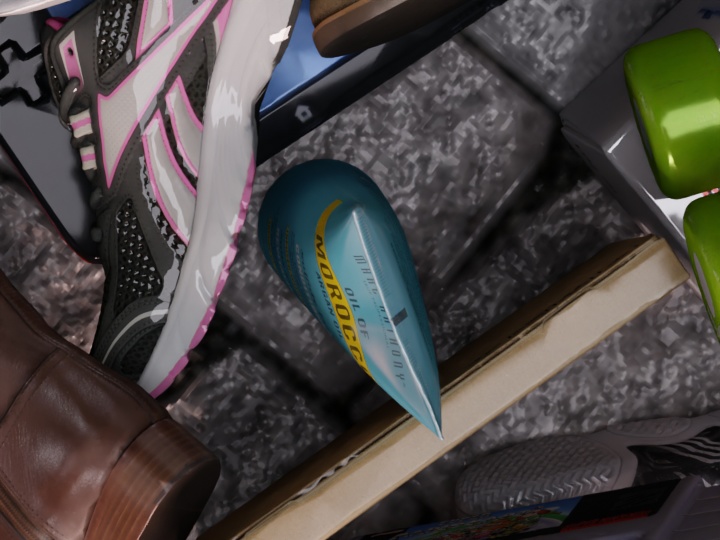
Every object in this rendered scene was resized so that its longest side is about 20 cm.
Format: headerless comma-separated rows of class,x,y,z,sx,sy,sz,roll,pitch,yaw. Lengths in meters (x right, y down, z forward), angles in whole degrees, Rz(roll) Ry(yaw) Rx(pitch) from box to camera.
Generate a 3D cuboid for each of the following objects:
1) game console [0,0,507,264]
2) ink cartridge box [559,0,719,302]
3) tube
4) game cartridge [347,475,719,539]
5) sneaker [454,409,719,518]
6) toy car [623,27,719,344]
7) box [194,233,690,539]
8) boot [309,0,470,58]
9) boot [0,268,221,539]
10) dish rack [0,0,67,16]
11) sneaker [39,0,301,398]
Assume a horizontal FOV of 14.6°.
game console,-0.063,-0.124,1.018,0.199,0.031,0.177,-33,103,0
ink cartridge box,0.197,-0.065,1.040,0.200,0.086,0.147,-42,104,1
tube,0.000,0.000,0.964,0.050,0.200,0.078,-27,102,-3
game cartridge,0.044,0.109,0.953,0.199,0.130,0.039,-12,100,18
sneaker,0.139,0.115,1.074,0.199,0.075,0.116,-8,103,-2
toy car,0.197,0.006,0.964,0.163,0.158,0.201,-17,132,2
box,0.022,0.053,0.998,0.200,0.163,0.021,-36,90,0
boot,0.048,-0.146,0.999,0.200,0.074,0.076,-37,93,-23
boot,-0.162,0.069,1.001,0.200,0.064,0.187,40,108,19
dish rack,-0.068,-0.175,0.946,0.199,0.044,0.173,-18,69,0
sneaker,-0.075,-0.058,0.993,0.086,0.080,0.201,15,94,-3
